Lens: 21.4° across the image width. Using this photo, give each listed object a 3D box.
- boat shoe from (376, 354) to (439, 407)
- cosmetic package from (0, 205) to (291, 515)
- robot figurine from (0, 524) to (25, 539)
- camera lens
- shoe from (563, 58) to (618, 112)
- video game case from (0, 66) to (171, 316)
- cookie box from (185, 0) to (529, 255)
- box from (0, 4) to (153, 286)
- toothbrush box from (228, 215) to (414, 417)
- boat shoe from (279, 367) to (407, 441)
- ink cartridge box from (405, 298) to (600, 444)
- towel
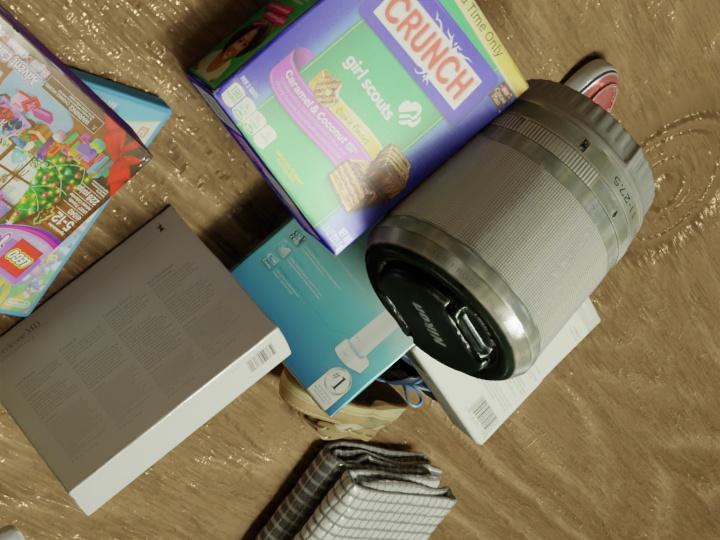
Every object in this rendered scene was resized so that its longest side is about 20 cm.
[{"bbox_3d":[0.034,0.077,1.816,0.069,0.084,0.200,-55,139,-16],"label":"boat shoe"},{"bbox_3d":[-0.176,0.066,1.466,0.200,0.151,0.052,-38,152,-9],"label":"cosmetic package"},{"bbox_3d":[-0.359,0.279,1.552,0.199,0.114,0.169,-25,174,-30],"label":"robot figurine"},{"bbox_3d":[0.113,-0.028,1.473,0.200,0.159,0.160,-48,153,-21],"label":"camera lens"},{"bbox_3d":[0.201,-0.092,1.780,0.071,0.091,0.201,-1,130,-50],"label":"shoe"},{"bbox_3d":[-0.237,-0.055,1.370,0.200,0.018,0.143,-53,148,15],"label":"video game case"},{"bbox_3d":[0.000,-0.143,1.423,0.200,0.075,0.171,-41,120,-6],"label":"cookie box"},{"bbox_3d":[-0.244,-0.087,1.271,0.137,0.039,0.200,-42,143,3],"label":"box"},{"bbox_3d":[0.000,0.000,1.584,0.200,0.147,0.085,-41,-175,-4],"label":"toothbrush box"},{"bbox_3d":[-0.023,0.133,1.815,0.065,0.071,0.200,-51,151,12],"label":"boat shoe"},{"bbox_3d":[0.129,0.050,1.791,0.174,0.043,0.200,-46,143,-9],"label":"ink cartridge box"},{"bbox_3d":[-0.010,0.261,1.986,0.199,0.086,0.166,12,118,-54],"label":"towel"}]
